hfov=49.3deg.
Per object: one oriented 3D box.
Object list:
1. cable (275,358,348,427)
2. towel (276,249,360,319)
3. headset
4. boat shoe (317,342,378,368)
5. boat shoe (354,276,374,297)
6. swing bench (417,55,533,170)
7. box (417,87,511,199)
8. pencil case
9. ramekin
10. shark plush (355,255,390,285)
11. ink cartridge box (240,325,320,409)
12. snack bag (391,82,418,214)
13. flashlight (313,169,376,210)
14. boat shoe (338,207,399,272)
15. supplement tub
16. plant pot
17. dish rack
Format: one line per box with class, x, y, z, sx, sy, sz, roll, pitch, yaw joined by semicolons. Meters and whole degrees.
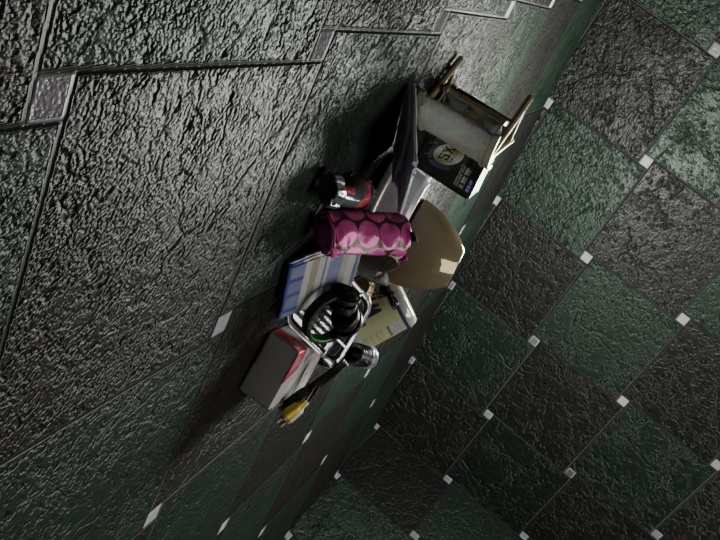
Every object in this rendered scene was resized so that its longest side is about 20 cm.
cable;-0.098;0.263;1.678;0.198;0.051;0.097;-34;170;5
towel;-0.079;0.009;1.548;0.197;0.024;0.149;-23;142;-37
headset;-0.023;0.086;1.587;0.197;0.094;0.125;-28;140;-19
boat shoe;-0.053;0.190;1.782;0.067;0.196;0.076;17;82;-47
boat shoe;-0.049;0.082;1.822;0.199;0.073;0.065;-41;158;2
swing bench;0.233;-0.329;1.693;0.200;0.197;0.131;-46;164;-39
box;0.247;-0.305;1.887;0.086;0.162;0.203;-36;157;-56
pencil case;0.006;-0.065;1.491;0.090;0.196;0.097;-8;-97;58
ramekin;0.078;-0.139;1.727;0.206;0.093;0.203;-61;174;-12
shark plush;0.000;0.000;1.752;0.092;0.083;0.199;-57;-161;-18
ink cartridge box;-0.158;0.197;1.694;0.149;0.082;0.199;-61;167;12
snack bag;0.085;-0.229;1.543;0.190;0.021;0.205;105;-12;-58
flashlight;-0.028;-0.149;1.434;0.069;0.067;0.199;-54;164;10
boat shoe;0.018;-0.080;1.616;0.201;0.074;0.073;53;35;-39
supplement tub;0.023;0.108;1.909;0.197;0.148;0.145;-29;168;4
plant pot;0.158;-0.037;1.770;0.204;0.132;0.200;-62;176;-8
dish rack;-0.073;0.081;1.650;0.174;0.043;0.200;-57;133;-17
